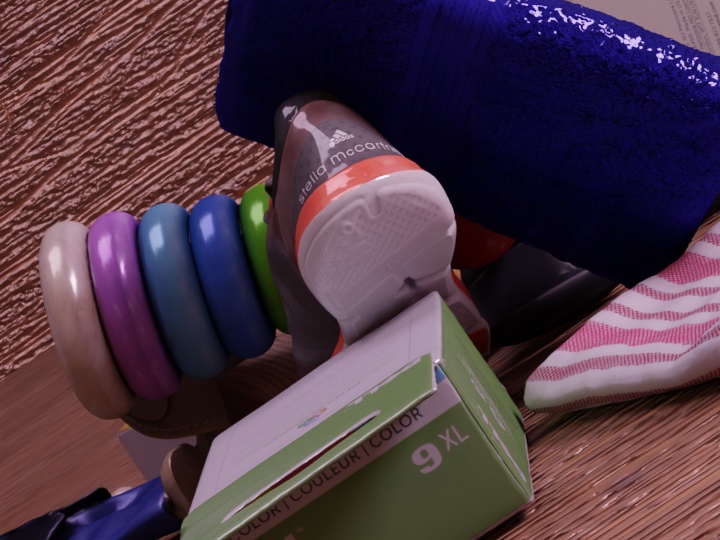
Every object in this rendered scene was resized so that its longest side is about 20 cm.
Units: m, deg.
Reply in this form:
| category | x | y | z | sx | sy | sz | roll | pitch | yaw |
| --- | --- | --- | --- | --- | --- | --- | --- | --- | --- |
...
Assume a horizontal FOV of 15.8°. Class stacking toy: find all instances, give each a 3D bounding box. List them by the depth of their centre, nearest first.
| category | x | y | z | sx | sy | sz | roll | pitch | yaw |
| --- | --- | --- | --- | --- | --- | --- | --- | --- | --- |
| stacking toy | -0.028 | -0.003 | 1.073 | 0.199 | 0.086 | 0.085 | -16 | 8 | 4 |

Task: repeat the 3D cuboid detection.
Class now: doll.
| category | x | y | z | sx | sy | sz | roll | pitch | yaw |
| --- | --- | --- | --- | --- | --- | --- | --- | --- | --- |
| doll | -0.138 | 0.130 | 1.232 | 0.199 | 0.049 | 0.136 | -28 | 7 | 29 |

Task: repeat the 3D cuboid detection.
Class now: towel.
| category | x | y | z | sx | sy | sz | roll | pitch | yaw |
| --- | --- | --- | --- | --- | --- | --- | --- | --- | --- |
| towel | 0.153 | -0.019 | 0.904 | 0.200 | 0.030 | 0.146 | -38 | 6 | -25 |
| towel | 0.043 | -0.059 | 0.973 | 0.148 | 0.199 | 0.050 | 104 | -175 | -68 |

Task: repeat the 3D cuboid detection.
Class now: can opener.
| category | x | y | z | sx | sy | sz | roll | pitch | yaw |
| --- | --- | --- | --- | --- | --- | --- | --- | --- | --- |
| can opener | 0.129 | -0.035 | 1.104 | 0.199 | 0.079 | 0.063 | -31 | -33 | 5 |

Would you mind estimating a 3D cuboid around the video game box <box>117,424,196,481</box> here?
| category | x | y | z | sx | sy | sz | roll | pitch | yaw |
| --- | --- | --- | --- | --- | --- | --- | --- | --- | --- |
| video game box | -0.010 | 0.030 | 1.358 | 0.182 | 0.047 | 0.200 | -36 | 6 | -41 |

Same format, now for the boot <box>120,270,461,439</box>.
| category | x | y | z | sx | sy | sz | roll | pitch | yaw |
| --- | --- | --- | --- | --- | --- | --- | --- | --- | --- |
| boot | -0.034 | 0.019 | 1.186 | 0.154 | 0.074 | 0.200 | -30 | 40 | -33 |

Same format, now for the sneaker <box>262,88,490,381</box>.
| category | x | y | z | sx | sy | sz | roll | pitch | yaw |
| --- | --- | --- | --- | --- | --- | --- | --- | --- | --- |
| sneaker | 0.000 | 0.000 | 1.007 | 0.077 | 0.082 | 0.200 | -23 | -32 | -15 |

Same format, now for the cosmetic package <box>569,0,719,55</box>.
| category | x | y | z | sx | sy | sz | roll | pitch | yaw |
| --- | --- | --- | --- | --- | --- | --- | --- | --- | --- |
| cosmetic package | 0.116 | -0.106 | 1.356 | 0.199 | 0.073 | 0.103 | -21 | -6 | 17 |

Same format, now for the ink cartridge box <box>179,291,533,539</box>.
| category | x | y | z | sx | sy | sz | roll | pitch | yaw |
| --- | --- | --- | --- | --- | --- | --- | --- | --- | --- |
| ink cartridge box | 0.000 | 0.072 | 0.870 | 0.104 | 0.059 | 0.200 | -34 | 6 | 5 |
